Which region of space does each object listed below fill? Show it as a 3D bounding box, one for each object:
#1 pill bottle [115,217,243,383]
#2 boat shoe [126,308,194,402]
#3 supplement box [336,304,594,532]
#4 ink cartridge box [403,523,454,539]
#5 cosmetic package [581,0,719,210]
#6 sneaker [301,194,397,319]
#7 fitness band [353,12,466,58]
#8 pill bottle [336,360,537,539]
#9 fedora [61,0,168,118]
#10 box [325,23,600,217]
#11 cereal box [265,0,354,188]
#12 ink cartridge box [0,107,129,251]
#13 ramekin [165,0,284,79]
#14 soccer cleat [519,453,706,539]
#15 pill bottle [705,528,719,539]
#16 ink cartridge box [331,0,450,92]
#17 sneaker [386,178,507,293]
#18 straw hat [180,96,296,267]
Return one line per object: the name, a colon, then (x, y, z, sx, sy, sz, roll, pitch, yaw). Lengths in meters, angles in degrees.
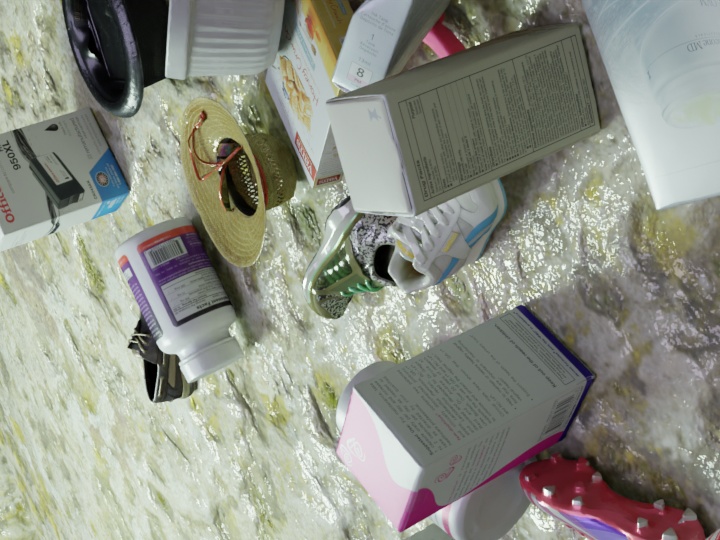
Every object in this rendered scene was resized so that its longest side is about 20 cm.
pill bottle: (-0.233, 0.041, 1.554, 0.200, 0.111, 0.111, 64, 148, 5)
boat shoe: (-0.299, 0.108, 1.731, 0.074, 0.073, 0.200, 15, 122, 52)
supplement box: (0.091, 0.128, 1.043, 0.103, 0.200, 0.101, 47, 143, 28)
ink cartridge box: (0.121, 0.385, 1.274, 0.200, 0.084, 0.145, 20, 126, 50)
cosmetic package: (0.249, -0.160, 0.699, 0.199, 0.123, 0.200, -15, 98, 58)
sneaker: (0.000, 0.000, 1.226, 0.089, 0.077, 0.200, 43, 144, 19)
fitness band: (0.041, -0.169, 1.082, 0.200, 0.037, 0.144, 15, 122, 53)
pill bottle: (0.072, 0.178, 1.186, 0.200, 0.113, 0.113, 33, 135, 42)
fedora: (-0.283, -0.291, 1.433, 0.201, 0.092, 0.201, 34, 136, 41)
box: (0.081, -0.117, 0.899, 0.078, 0.200, 0.095, 8, 116, 54)
cereal box: (-0.043, -0.191, 1.140, 0.200, 0.039, 0.144, 111, 139, -60)
ink cartridge box: (-0.458, -0.131, 1.693, 0.145, 0.200, 0.084, 63, 149, 5)
ramekin: (-0.129, -0.281, 1.135, 0.200, 0.105, 0.200, -175, 90, -80)
soccer cleat: (0.220, 0.225, 1.048, 0.200, 0.067, 0.077, 15, 127, 49)
pill bottle: (0.324, 0.200, 0.826, 0.112, 0.112, 0.200, 54, 146, 20)
ink cartridge box: (0.052, -0.247, 0.902, 0.057, 0.163, 0.200, 27, 140, 7)
sneaker: (0.071, -0.044, 1.041, 0.077, 0.081, 0.200, 49, 158, 22)
straw hat: (-0.119, -0.109, 1.314, 0.201, 0.085, 0.201, 34, 132, 48)
